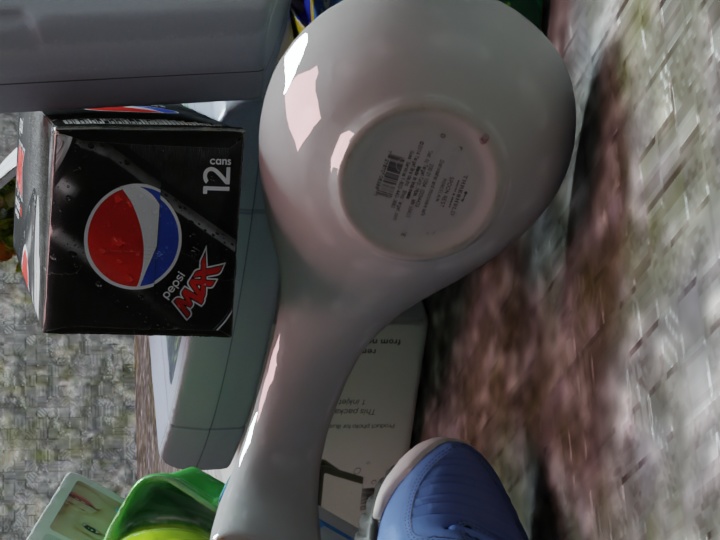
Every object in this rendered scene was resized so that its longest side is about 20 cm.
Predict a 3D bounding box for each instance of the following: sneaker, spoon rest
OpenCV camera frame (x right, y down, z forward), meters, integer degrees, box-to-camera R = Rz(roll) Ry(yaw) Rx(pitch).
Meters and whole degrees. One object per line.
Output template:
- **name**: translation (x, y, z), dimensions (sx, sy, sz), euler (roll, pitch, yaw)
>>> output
- **sneaker**: translation (0.045, 0.126, 0.592), dimensions (0.077, 0.075, 0.201), euler (-50, 31, 33)
- **spoon rest**: translation (0.000, 0.000, 0.629), dimensions (0.061, 0.099, 0.201), euler (-98, 28, -64)

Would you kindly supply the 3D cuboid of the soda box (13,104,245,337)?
- **soda box**: translation (-0.089, -0.026, 0.705), dimensions (0.200, 0.063, 0.071), euler (-146, 60, -75)

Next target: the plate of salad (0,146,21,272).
- **plate of salad**: translation (-0.099, -0.054, 0.901), dimensions (0.048, 0.199, 0.200), euler (58, 165, 5)

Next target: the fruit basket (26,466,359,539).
- **fruit basket**: translation (-0.036, 0.139, 0.641), dimensions (0.094, 0.184, 0.200), euler (-59, 2, 7)

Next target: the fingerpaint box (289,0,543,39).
- **fingerpaint box**: translation (0.012, -0.153, 0.718), dimensions (0.200, 0.073, 0.168), euler (-115, 27, -67)

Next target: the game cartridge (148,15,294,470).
- **game cartridge**: translation (-0.058, -0.021, 0.782), dimensions (0.134, 0.041, 0.201), euler (-106, 22, -45)

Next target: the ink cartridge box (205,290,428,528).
- **ink cartridge box**: translation (-0.031, 0.073, 0.920), dimensions (0.146, 0.084, 0.201), euler (-108, 21, -58)

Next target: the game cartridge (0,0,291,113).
- **game cartridge**: translation (-0.089, -0.141, 0.694), dimensions (0.042, 0.132, 0.201), euler (87, 175, -52)
